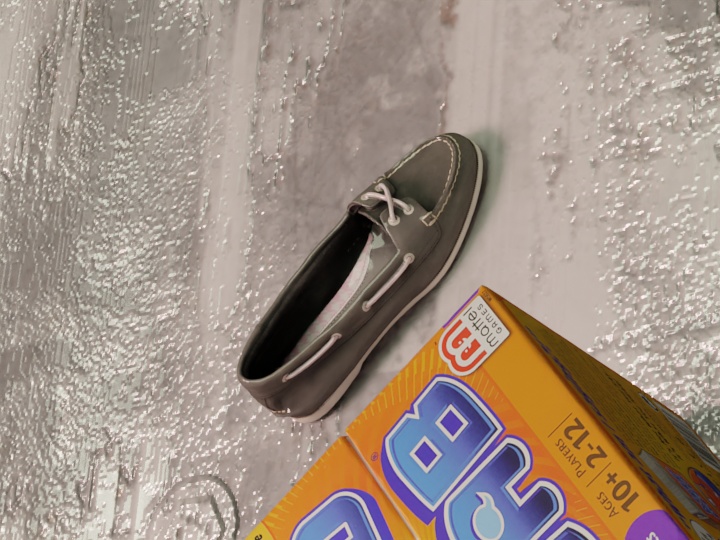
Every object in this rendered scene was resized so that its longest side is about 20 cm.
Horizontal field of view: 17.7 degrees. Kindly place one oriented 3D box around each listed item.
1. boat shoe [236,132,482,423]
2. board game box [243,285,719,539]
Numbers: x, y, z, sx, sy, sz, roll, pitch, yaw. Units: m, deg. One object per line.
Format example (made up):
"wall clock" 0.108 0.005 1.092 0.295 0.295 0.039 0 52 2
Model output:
"boat shoe" 0.000 0.000 1.357 0.067 0.057 0.201 38 95 43
"board game box" 0.092 0.171 1.103 0.200 0.199 0.200 -47 48 10
